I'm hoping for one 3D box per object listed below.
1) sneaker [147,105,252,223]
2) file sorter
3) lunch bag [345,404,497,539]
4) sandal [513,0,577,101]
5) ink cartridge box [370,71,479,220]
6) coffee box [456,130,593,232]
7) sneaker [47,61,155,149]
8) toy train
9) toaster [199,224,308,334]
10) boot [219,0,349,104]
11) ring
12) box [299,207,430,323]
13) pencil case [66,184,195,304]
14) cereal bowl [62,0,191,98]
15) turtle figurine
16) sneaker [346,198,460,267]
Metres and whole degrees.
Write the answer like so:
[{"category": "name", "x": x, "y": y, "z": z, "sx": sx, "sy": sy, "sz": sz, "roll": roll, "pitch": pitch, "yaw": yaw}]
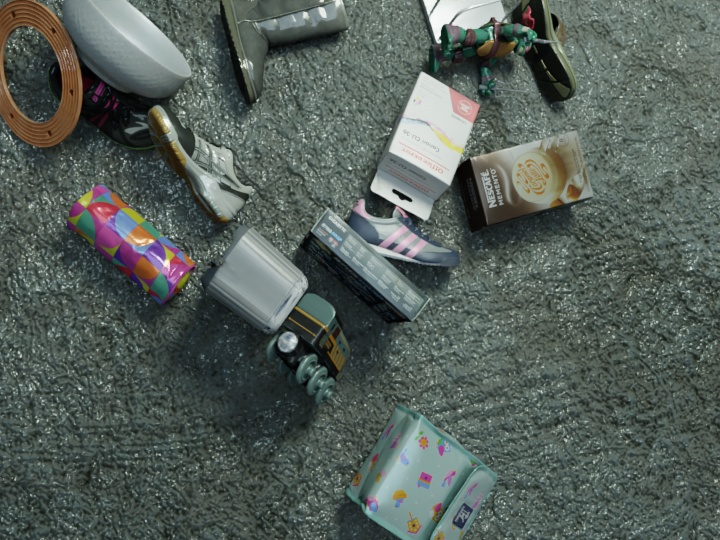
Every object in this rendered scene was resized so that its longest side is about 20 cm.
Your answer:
[{"category": "sneaker", "x": -0.241, "y": -0.173, "z": 1.058, "sx": 0.088, "sy": 0.075, "sz": 0.202, "roll": -44, "pitch": 120, "yaw": -21}, {"category": "file sorter", "x": 0.170, "y": -0.506, "z": 1.143, "sx": 0.135, "sy": 0.124, "sz": 0.205, "roll": -18, "pitch": 89, "yaw": -11}, {"category": "lunch bag", "x": 0.104, "y": 0.337, "z": 1.073, "sx": 0.199, "sy": 0.122, "sz": 0.172, "roll": 39, "pitch": 78, "yaw": -14}, {"category": "sandal", "x": 0.322, "y": -0.391, "z": 1.195, "sx": 0.057, "sy": 0.079, "sz": 0.205, "roll": -26, "pitch": 97, "yaw": -28}, {"category": "ink cartridge box", "x": 0.103, "y": -0.198, "z": 1.116, "sx": 0.114, "sy": 0.067, "sz": 0.204, "roll": 25, "pitch": 69, "yaw": -8}, {"category": "coffee box", "x": 0.271, "y": -0.146, "z": 1.157, "sx": 0.195, "sy": 0.080, "sz": 0.118, "roll": -16, "pitch": 88, "yaw": -11}, {"category": "sneaker", "x": -0.380, "y": -0.246, "z": 1.042, "sx": 0.196, "sy": 0.084, "sz": 0.078, "roll": 25, "pitch": 83, "yaw": -8}, {"category": "toy train", "x": -0.066, "y": 0.119, "z": 1.026, "sx": 0.084, "sy": 0.201, "sz": 0.115, "roll": 30, "pitch": 74, "yaw": 24}, {"category": "toaster", "x": -0.150, "y": 0.015, "z": 1.006, "sx": 0.128, "sy": 0.200, "sz": 0.115, "roll": 37, "pitch": 83, "yaw": -5}, {"category": "boot", "x": -0.113, "y": -0.374, "z": 1.116, "sx": 0.195, "sy": 0.072, "sz": 0.187, "roll": -13, "pitch": 90, "yaw": -18}, {"category": "ring", "x": -0.469, "y": -0.282, "z": 1.005, "sx": 0.196, "sy": 0.019, "sz": 0.206, "roll": 9, "pitch": 109, "yaw": 27}, {"category": "box", "x": 0.000, "y": 0.000, "z": 1.057, "sx": 0.199, "sy": 0.159, "sz": 0.046, "roll": 41, "pitch": 79, "yaw": -4}, {"category": "pencil case", "x": -0.341, "y": -0.039, "z": 1.038, "sx": 0.199, "sy": 0.088, "sz": 0.089, "roll": 41, "pitch": 80, "yaw": -3}, {"category": "cereal bowl", "x": -0.347, "y": -0.323, "z": 1.009, "sx": 0.200, "sy": 0.200, "sz": 0.083, "roll": 45, "pitch": 104, "yaw": -5}, {"category": "turtle figurine", "x": 0.217, "y": -0.360, "z": 1.142, "sx": 0.194, "sy": 0.151, "sz": 0.103, "roll": -2, "pitch": 60, "yaw": -12}, {"category": "sneaker", "x": 0.074, "y": -0.058, "z": 1.115, "sx": 0.194, "sy": 0.070, "sz": 0.084, "roll": 13, "pitch": 95, "yaw": -10}]
